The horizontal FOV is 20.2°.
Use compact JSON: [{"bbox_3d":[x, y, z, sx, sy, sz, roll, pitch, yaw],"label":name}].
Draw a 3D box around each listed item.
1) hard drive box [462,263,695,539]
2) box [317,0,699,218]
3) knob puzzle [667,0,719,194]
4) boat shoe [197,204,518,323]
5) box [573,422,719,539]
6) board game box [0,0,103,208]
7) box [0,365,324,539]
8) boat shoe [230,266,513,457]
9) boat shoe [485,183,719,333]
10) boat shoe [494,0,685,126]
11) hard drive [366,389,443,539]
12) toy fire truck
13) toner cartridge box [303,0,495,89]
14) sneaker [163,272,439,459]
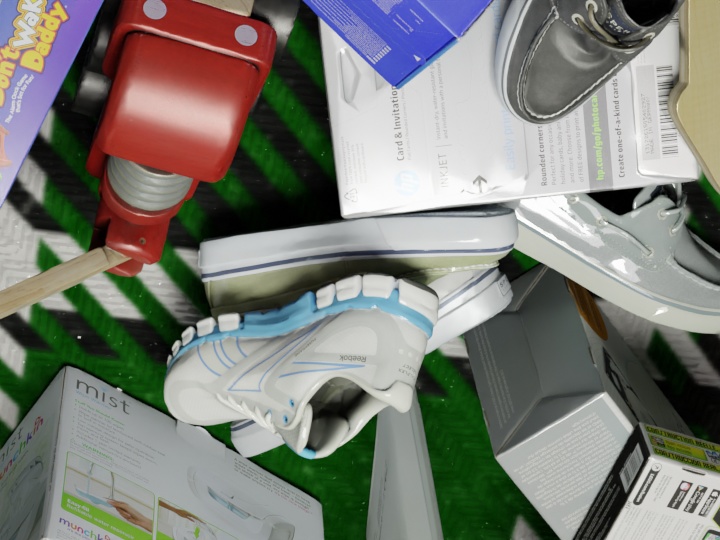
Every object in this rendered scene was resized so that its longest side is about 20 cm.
[{"bbox_3d":[0.152,0.114,1.221,0.077,0.156,0.200,-32,119,13],"label":"hard drive box"},{"bbox_3d":[0.079,-0.117,1.112,0.200,0.041,0.156,-7,100,-2],"label":"box"},{"bbox_3d":[0.252,-0.111,1.128,0.219,0.030,0.220,-8,110,-24],"label":"knob puzzle"},{"bbox_3d":[0.000,0.000,1.161,0.200,0.072,0.062,-7,94,28],"label":"boat shoe"},{"bbox_3d":[0.167,0.187,1.156,0.110,0.035,0.200,17,117,-15],"label":"box"},{"bbox_3d":[-0.168,-0.132,1.019,0.045,0.134,0.200,26,93,-19],"label":"board game box"},{"bbox_3d":[-0.123,0.177,1.225,0.200,0.177,0.097,30,114,-21],"label":"box"},{"bbox_3d":[-0.005,0.038,1.223,0.200,0.074,0.067,-32,93,13],"label":"boat shoe"},{"bbox_3d":[0.154,-0.028,1.183,0.201,0.070,0.072,25,122,-15],"label":"boat shoe"},{"bbox_3d":[0.137,-0.145,1.028,0.070,0.066,0.200,29,118,-21],"label":"boat shoe"},{"bbox_3d":[0.027,0.177,1.223,0.026,0.200,0.132,1,121,-6],"label":"hard drive"},{"bbox_3d":[-0.123,-0.056,1.046,0.128,0.200,0.176,15,154,-11],"label":"toy fire truck"},{"bbox_3d":[-0.026,-0.185,1.027,0.200,0.095,0.043,43,71,-7],"label":"toner cartridge box"},{"bbox_3d":[-0.043,0.067,1.135,0.075,0.087,0.200,28,145,-36],"label":"sneaker"}]
